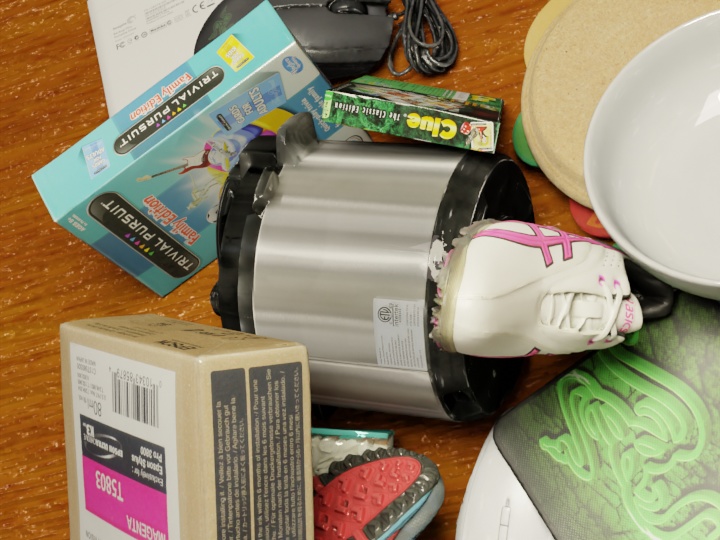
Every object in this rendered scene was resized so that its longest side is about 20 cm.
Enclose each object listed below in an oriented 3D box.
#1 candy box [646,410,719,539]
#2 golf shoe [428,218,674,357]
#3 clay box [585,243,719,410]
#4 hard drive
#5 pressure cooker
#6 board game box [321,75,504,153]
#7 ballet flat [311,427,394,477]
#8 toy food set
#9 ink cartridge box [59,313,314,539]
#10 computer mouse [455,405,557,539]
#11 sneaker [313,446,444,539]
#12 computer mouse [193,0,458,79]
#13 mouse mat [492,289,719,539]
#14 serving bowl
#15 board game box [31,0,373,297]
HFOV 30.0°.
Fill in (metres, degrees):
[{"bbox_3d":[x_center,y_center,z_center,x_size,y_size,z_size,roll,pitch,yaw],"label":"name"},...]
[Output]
[{"bbox_3d":[0.210,0.196,0.761,0.116,0.056,0.200,27,79,30],"label":"candy box"},{"bbox_3d":[0.110,0.010,0.751,0.092,0.200,0.073,12,102,30],"label":"golf shoe"},{"bbox_3d":[0.236,0.038,0.821,0.199,0.048,0.115,8,72,24],"label":"clay box"},{"bbox_3d":[-0.143,-0.161,1.073,0.132,0.027,0.201,-22,61,12],"label":"hard drive"},{"bbox_3d":[-0.001,0.000,0.860,0.199,0.179,0.177,4,73,23],"label":"pressure cooker"},{"bbox_3d":[0.040,-0.104,0.869,0.104,0.200,0.024,9,102,6],"label":"board game box"},{"bbox_3d":[-0.064,0.129,0.903,0.199,0.072,0.072,3,70,29],"label":"ballet flat"},{"bbox_3d":[0.199,-0.118,0.901,0.199,0.049,0.199,-2,68,21],"label":"toy food set"},{"bbox_3d":[-0.108,0.117,0.801,0.200,0.075,0.165,5,97,56],"label":"ink cartridge box"},{"bbox_3d":[0.088,0.172,0.828,0.109,0.044,0.201,4,71,25],"label":"computer mouse"},{"bbox_3d":[-0.013,0.194,0.836,0.200,0.095,0.079,-46,34,10],"label":"sneaker"},{"bbox_3d":[-0.036,-0.192,1.009,0.199,0.053,0.139,-15,64,6],"label":"computer mouse"},{"bbox_3d":[0.183,0.120,0.771,0.161,0.008,0.200,-37,54,8],"label":"mouse mat"},{"bbox_3d":[0.236,-0.062,0.789,0.199,0.066,0.201,-13,54,19],"label":"serving bowl"},{"bbox_3d":[-0.105,-0.079,0.951,0.200,0.151,0.047,-36,60,5],"label":"board game box"}]
